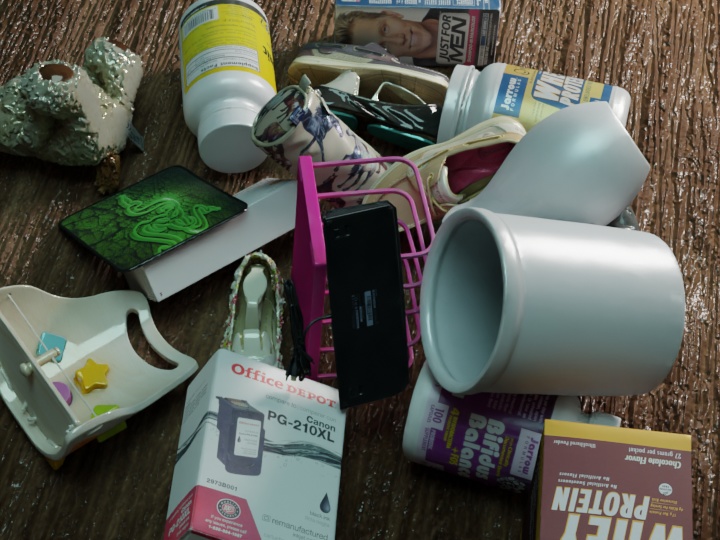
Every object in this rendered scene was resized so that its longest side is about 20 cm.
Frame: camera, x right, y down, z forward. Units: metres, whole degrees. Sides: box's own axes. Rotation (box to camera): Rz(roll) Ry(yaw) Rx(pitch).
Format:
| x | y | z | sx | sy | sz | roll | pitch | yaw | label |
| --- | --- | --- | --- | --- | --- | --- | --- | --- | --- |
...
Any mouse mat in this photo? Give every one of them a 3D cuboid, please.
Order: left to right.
| x | y | z | sx | sy | sz | roll | pitch | yaw | label |
| --- | --- | --- | --- | --- | --- | --- | --- | --- | --- |
| -0.228 | -0.060 | 1.703 | 0.160 | 0.008 | 0.199 | -29 | 30 | -21 | mouse mat |

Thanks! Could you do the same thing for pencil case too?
| x | y | z | sx | sy | sz | roll | pitch | yaw | label |
| --- | --- | --- | --- | --- | --- | --- | --- | --- | --- |
| -0.021 | -0.119 | 1.706 | 0.089 | 0.199 | 0.078 | -42 | 33 | 18 | pencil case |

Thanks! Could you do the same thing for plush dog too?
| x | y | z | sx | sy | sz | roll | pitch | yaw | label |
| --- | --- | --- | --- | --- | --- | --- | --- | --- | --- |
| -0.354 | -0.173 | 1.787 | 0.170 | 0.163 | 0.200 | 6 | 22 | 21 | plush dog |

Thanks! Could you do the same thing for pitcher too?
| x | y | z | sx | sy | sz | roll | pitch | yaw | label |
| --- | --- | --- | --- | --- | --- | --- | --- | --- | --- |
| 0.188 | -0.082 | 1.593 | 0.199 | 0.172 | 0.122 | -35 | 95 | 11 | pitcher |

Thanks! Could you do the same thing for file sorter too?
| x | y | z | sx | sy | sz | roll | pitch | yaw | label |
| --- | --- | --- | --- | --- | --- | --- | --- | --- | --- |
| 0.000 | 0.000 | 1.600 | 0.124 | 0.201 | 0.140 | -4 | 51 | -8 | file sorter |

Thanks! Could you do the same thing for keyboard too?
| x | y | z | sx | sy | sz | roll | pitch | yaw | label |
| --- | --- | --- | --- | --- | --- | --- | --- | --- | --- |
| -0.018 | 0.038 | 1.484 | 0.126 | 0.203 | 0.021 | -12 | 23 | -18 | keyboard |

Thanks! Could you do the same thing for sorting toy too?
| x | y | z | sx | sy | sz | roll | pitch | yaw | label |
| --- | --- | --- | --- | --- | --- | --- | --- | --- | --- |
| -0.266 | 0.094 | 1.588 | 0.179 | 0.108 | 0.200 | -25 | 55 | -28 | sorting toy |

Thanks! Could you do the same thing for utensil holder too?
| x | y | z | sx | sy | sz | roll | pitch | yaw | label |
| --- | --- | --- | --- | --- | --- | --- | --- | --- | --- |
| 0.179 | 0.033 | 1.471 | 0.197 | 0.171 | 0.171 | 4 | 48 | -24 | utensil holder |

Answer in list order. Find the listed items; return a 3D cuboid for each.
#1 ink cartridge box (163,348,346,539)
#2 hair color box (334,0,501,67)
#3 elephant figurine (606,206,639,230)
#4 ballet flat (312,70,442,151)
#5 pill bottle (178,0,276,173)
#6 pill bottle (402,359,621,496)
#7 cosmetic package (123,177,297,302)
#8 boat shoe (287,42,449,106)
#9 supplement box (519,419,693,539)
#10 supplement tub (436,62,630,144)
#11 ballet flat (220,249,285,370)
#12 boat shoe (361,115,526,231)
| x | y | z | sx | sy | sz | roll | pitch | yaw | label |
| --- | --- | --- | --- | --- | --- | --- | --- | --- | --- |
| -0.098 | 0.193 | 1.486 | 0.143 | 0.084 | 0.202 | 21 | 49 | -18 | ink cartridge box |
| 0.067 | -0.301 | 1.900 | 0.197 | 0.101 | 0.061 | 1 | 52 | 0 | hair color box |
| 0.203 | 0.012 | 1.656 | 0.198 | 0.155 | 0.143 | -17 | 87 | -2 | elephant figurine |
| 0.005 | -0.188 | 1.822 | 0.197 | 0.068 | 0.069 | 14 | 73 | -6 | ballet flat |
| -0.153 | -0.214 | 1.819 | 0.110 | 0.112 | 0.202 | -4 | 52 | -5 | pill bottle |
| 0.148 | 0.157 | 1.533 | 0.197 | 0.113 | 0.113 | 15 | 52 | 11 | pill bottle |
| -0.156 | -0.037 | 1.692 | 0.199 | 0.051 | 0.082 | -30 | 19 | -23 | cosmetic package |
| 0.014 | -0.237 | 1.868 | 0.197 | 0.072 | 0.065 | 8 | 56 | 12 | boat shoe |
| 0.211 | 0.274 | 1.386 | 0.131 | 0.201 | 0.199 | 6 | 52 | 3 | supplement box |
| 0.192 | -0.150 | 1.755 | 0.197 | 0.146 | 0.146 | 12 | 52 | 8 | supplement tub |
| -0.114 | 0.064 | 1.630 | 0.075 | 0.064 | 0.202 | -1 | 52 | -4 | ballet flat |
| 0.089 | -0.096 | 1.659 | 0.199 | 0.074 | 0.069 | -32 | 19 | 8 | boat shoe |
